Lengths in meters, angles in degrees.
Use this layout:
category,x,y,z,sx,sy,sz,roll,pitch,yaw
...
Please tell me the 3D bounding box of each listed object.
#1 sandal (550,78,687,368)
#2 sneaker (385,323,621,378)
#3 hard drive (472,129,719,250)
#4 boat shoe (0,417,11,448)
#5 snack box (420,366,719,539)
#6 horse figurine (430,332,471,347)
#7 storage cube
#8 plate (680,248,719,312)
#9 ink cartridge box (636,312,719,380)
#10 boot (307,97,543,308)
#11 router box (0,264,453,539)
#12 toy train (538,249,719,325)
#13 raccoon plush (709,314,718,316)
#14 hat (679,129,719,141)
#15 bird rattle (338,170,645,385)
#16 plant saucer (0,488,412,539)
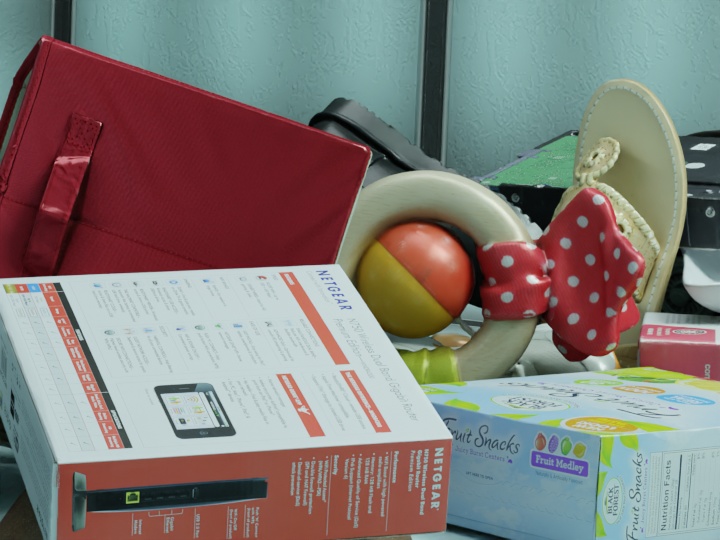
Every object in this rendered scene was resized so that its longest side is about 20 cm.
category,x,y,z,sx,sy,sz,roll,pitch,yaw
sandal,0.143,-0.008,1.796,0.077,0.213,0.069,5,4,34
sneaker,0.057,0.076,1.758,0.199,0.076,0.092,-3,8,36
hard drive,0.184,-0.051,1.896,0.199,0.038,0.140,6,19,33
boat shoe,-0.134,0.072,1.694,0.199,0.075,0.068,1,-11,-10
snack box,0.135,0.095,1.529,0.199,0.068,0.168,-4,9,-40
horse figurine,0.075,0.067,1.915,0.132,0.050,0.200,9,1,-12
storage cube,-0.115,-0.007,1.576,0.179,0.172,0.200,18,-7,-9
plate,0.291,-0.001,1.800,0.199,0.033,0.200,-4,8,5
ink cartridge box,0.257,0.075,1.714,0.199,0.084,0.145,2,4,7
boot,0.001,0.000,1.766,0.198,0.073,0.163,36,56,11
router box,-0.071,0.060,1.384,0.178,0.049,0.200,-2,23,-15
toy train,0.175,0.022,1.963,0.199,0.115,0.085,16,27,27
raccoon plush,0.298,0.068,1.909,0.133,0.097,0.200,-5,-11,25
hat,0.266,-0.013,2.007,0.200,0.202,0.081,5,26,25
bird rattle,0.051,0.019,1.650,0.163,0.200,0.113,44,15,1
plant saucer,-0.073,0.113,1.423,0.199,0.035,0.200,2,4,0
